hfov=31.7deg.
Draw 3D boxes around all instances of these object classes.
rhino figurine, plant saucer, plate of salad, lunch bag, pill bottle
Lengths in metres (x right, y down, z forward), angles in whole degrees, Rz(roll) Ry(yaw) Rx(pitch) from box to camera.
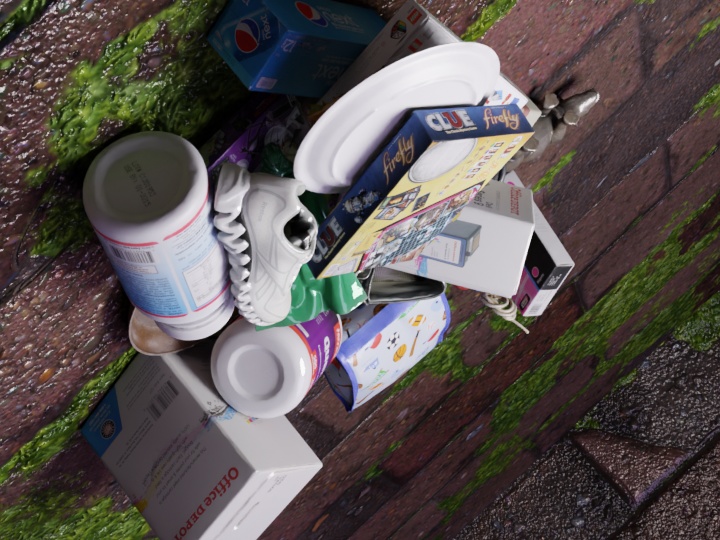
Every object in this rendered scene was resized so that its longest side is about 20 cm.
[{"bbox_3d":[0.231,-0.184,1.592,0.199,0.060,0.087,-31,174,-28],"label":"rhino figurine"},{"bbox_3d":[-0.164,0.008,1.318,0.200,0.032,0.201,-36,156,-19],"label":"plant saucer"},{"bbox_3d":[0.027,-0.134,1.078,0.199,0.048,0.200,-27,160,-11],"label":"plate of salad"},{"bbox_3d":[0.022,0.075,1.615,0.170,0.124,0.200,-39,172,-12],"label":"lunch bag"},{"bbox_3d":[-0.086,0.081,1.424,0.113,0.112,0.200,-52,178,21],"label":"pill bottle"},{"bbox_3d":[-0.170,-0.022,1.128,0.108,0.109,0.201,-36,150,-16],"label":"pill bottle"}]

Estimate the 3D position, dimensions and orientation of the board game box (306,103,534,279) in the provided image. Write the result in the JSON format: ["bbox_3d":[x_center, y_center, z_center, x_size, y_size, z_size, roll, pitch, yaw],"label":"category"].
[{"bbox_3d":[0.049,-0.070,1.139,0.135,0.035,0.200,-10,152,-43],"label":"board game box"}]

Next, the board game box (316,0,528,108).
[{"bbox_3d":[0.062,-0.155,1.170,0.126,0.035,0.200,-46,146,13],"label":"board game box"}]

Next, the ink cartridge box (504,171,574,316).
[{"bbox_3d":[0.194,-0.047,1.615,0.037,0.201,0.095,-1,138,-30],"label":"ink cartridge box"}]

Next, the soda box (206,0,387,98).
[{"bbox_3d":[-0.039,-0.196,1.115,0.064,0.068,0.199,-51,156,24],"label":"soda box"}]

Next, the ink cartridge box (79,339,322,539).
[{"bbox_3d":[-0.176,0.197,1.411,0.147,0.200,0.144,-49,156,17],"label":"ink cartridge box"}]

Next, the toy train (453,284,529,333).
[{"bbox_3d":[0.161,-0.028,1.579,0.116,0.199,0.085,-56,167,15],"label":"toy train"}]

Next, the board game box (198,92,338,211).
[{"bbox_3d":[-0.088,-0.085,1.231,0.120,0.032,0.200,-43,150,-11],"label":"board game box"}]

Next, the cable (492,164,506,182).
[{"bbox_3d":[0.102,-0.082,1.488,0.200,0.051,0.163,-52,-170,-3],"label":"cable"}]

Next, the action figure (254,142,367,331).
[{"bbox_3d":[-0.066,-0.037,1.218,0.117,0.055,0.201,-19,131,-10],"label":"action figure"}]

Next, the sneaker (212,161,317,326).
[{"bbox_3d":[-0.077,-0.015,1.127,0.080,0.076,0.201,1,146,7],"label":"sneaker"}]

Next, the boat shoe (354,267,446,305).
[{"bbox_3d":[0.000,0.000,1.357,0.198,0.071,0.073,-4,123,-15],"label":"boat shoe"}]

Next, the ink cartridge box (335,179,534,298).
[{"bbox_3d":[0.077,-0.053,1.321,0.145,0.198,0.088,-68,174,-71],"label":"ink cartridge box"}]

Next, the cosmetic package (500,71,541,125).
[{"bbox_3d":[0.094,-0.172,1.335,0.087,0.103,0.199,-53,157,22],"label":"cosmetic package"}]
